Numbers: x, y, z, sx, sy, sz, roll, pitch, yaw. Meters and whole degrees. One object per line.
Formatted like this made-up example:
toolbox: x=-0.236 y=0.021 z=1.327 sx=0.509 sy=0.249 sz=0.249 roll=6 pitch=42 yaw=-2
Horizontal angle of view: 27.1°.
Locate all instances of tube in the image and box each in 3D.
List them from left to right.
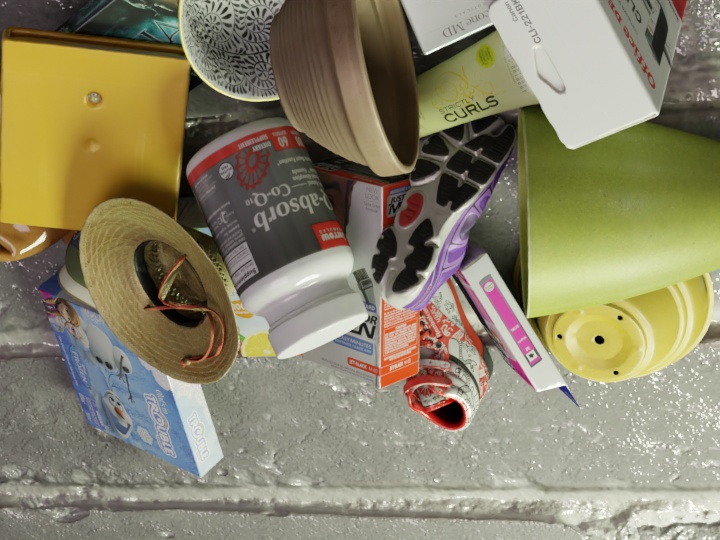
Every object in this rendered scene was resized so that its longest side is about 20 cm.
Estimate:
tube: x=0.088 y=-0.161 z=1.327 sx=0.058 sy=0.053 sz=0.199 roll=28 pitch=154 yaw=-30

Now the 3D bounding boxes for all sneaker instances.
sneaker: x=-0.208 y=0.013 z=1.513 sx=0.198 sy=0.067 sz=0.090 roll=25 pitch=127 yaw=1
sneaker: x=0.063 y=0.068 z=1.507 sx=0.067 sy=0.108 sz=0.202 roll=-20 pitch=115 yaw=32
sneaker: x=0.079 y=-0.054 z=1.396 sx=0.080 sy=0.201 sz=0.083 roll=32 pitch=178 yaw=29

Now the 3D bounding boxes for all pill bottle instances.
pill bottle: x=-0.074 y=-0.029 z=1.390 sx=0.115 sy=0.115 sz=0.202 roll=-32 pitch=78 yaw=36

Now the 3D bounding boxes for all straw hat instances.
straw hat: x=-0.171 y=0.005 z=1.444 sx=0.199 sy=0.085 sz=0.203 roll=21 pitch=128 yaw=29

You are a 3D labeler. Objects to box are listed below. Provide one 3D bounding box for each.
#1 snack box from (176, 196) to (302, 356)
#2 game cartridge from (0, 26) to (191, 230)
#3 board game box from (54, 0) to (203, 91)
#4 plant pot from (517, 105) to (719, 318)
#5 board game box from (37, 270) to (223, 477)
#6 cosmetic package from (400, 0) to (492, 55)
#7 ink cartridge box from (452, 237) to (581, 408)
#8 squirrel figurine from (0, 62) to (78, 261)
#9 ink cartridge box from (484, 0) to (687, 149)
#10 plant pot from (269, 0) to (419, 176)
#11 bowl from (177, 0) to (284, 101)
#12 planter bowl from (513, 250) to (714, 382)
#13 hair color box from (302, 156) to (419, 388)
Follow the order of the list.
snack box: x=-0.121 y=0.006 z=1.561 sx=0.197 sy=0.068 sz=0.170 roll=-2 pitch=124 yaw=22
game cartridge: x=-0.255 y=-0.128 z=1.425 sx=0.174 sy=0.033 sz=0.202 roll=6 pitch=125 yaw=-8
board game box: x=-0.206 y=-0.213 z=1.416 sx=0.134 sy=0.028 sz=0.199 roll=27 pitch=139 yaw=-36
plant pot: x=0.241 y=-0.056 z=1.321 sx=0.197 sy=0.188 sz=0.189 roll=-2 pitch=126 yaw=4
board game box: x=-0.256 y=0.114 z=1.663 sx=0.197 sy=0.043 sz=0.202 roll=17 pitch=134 yaw=37
cosmetic package: x=0.057 y=-0.296 z=1.246 sx=0.100 sy=0.072 sz=0.202 roll=-23 pitch=117 yaw=9
ink cartridge box: x=0.145 y=0.054 z=1.477 sx=0.037 sy=0.095 sz=0.201 roll=-37 pitch=112 yaw=-3
squirrel figurine: x=-0.330 y=-0.120 z=1.528 sx=0.197 sy=0.142 sz=0.189 roll=3 pitch=117 yaw=1
ink cartridge box: x=0.184 y=-0.215 z=1.191 sx=0.083 sy=0.201 sz=0.145 roll=-19 pitch=117 yaw=32
plant pot: x=-0.018 y=-0.174 z=1.256 sx=0.091 sy=0.202 sz=0.203 roll=-10 pitch=121 yaw=14
bowl: x=-0.086 y=-0.260 z=1.311 sx=0.094 sy=0.199 sz=0.203 roll=48 pitch=146 yaw=43
planter bowl: x=0.236 y=0.045 z=1.440 sx=0.198 sy=0.084 sz=0.202 roll=11 pitch=129 yaw=14
hair color box: x=0.000 y=0.000 z=1.452 sx=0.110 sy=0.063 sz=0.203 roll=17 pitch=113 yaw=41
